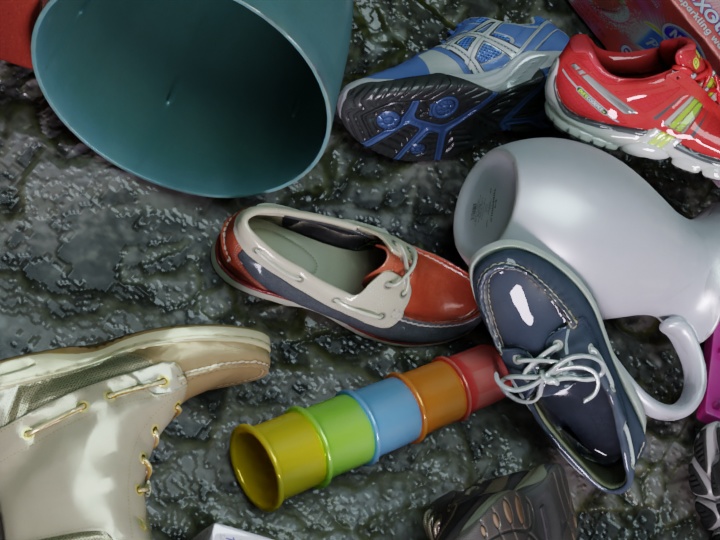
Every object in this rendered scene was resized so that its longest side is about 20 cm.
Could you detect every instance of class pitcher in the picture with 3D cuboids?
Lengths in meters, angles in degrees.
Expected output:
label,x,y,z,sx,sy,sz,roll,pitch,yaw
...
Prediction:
label,x,y,z,sx,sy,sz,roll,pitch,yaw
pitcher,0.166,0.005,1.460,0.200,0.121,0.172,18,66,-28

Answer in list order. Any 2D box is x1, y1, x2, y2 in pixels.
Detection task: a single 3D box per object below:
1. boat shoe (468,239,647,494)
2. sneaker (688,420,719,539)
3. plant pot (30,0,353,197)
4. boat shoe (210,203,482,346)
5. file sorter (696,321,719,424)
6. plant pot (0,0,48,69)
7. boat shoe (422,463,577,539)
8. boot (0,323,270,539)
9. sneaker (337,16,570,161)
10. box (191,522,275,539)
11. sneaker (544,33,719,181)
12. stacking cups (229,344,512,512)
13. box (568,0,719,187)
label,x,y,z,sx,sy,sz,roll,pitch,yaw
boat shoe,0.131,0.067,1.404,0.200,0.075,0.062,61,22,-30
sneaker,0.301,0.185,1.463,0.083,0.081,0.200,-34,94,-22
plant pot,-0.095,-0.174,1.383,0.200,0.201,0.161,26,52,-11
boat shoe,0.000,0.000,1.422,0.200,0.063,0.071,16,63,-17
file sorter,0.340,0.020,1.502,0.139,0.125,0.200,22,55,-13
plant pot,-0.275,-0.272,1.351,0.176,0.200,0.200,9,66,-7
boat shoe,0.079,0.173,1.337,0.200,0.073,0.075,-10,89,-68
boot,-0.136,0.119,1.309,0.200,0.073,0.156,-10,70,-21
sneaker,0.071,-0.134,1.508,0.200,0.076,0.077,-11,51,-25
box,-0.024,0.243,1.293,0.200,0.101,0.113,19,64,-14
sneaker,0.229,-0.118,1.462,0.200,0.085,0.077,11,29,-4
stacking cups,0.010,0.095,1.395,0.200,0.061,0.061,-22,79,-32
box,0.261,-0.179,1.579,0.103,0.095,0.200,-36,86,-30
